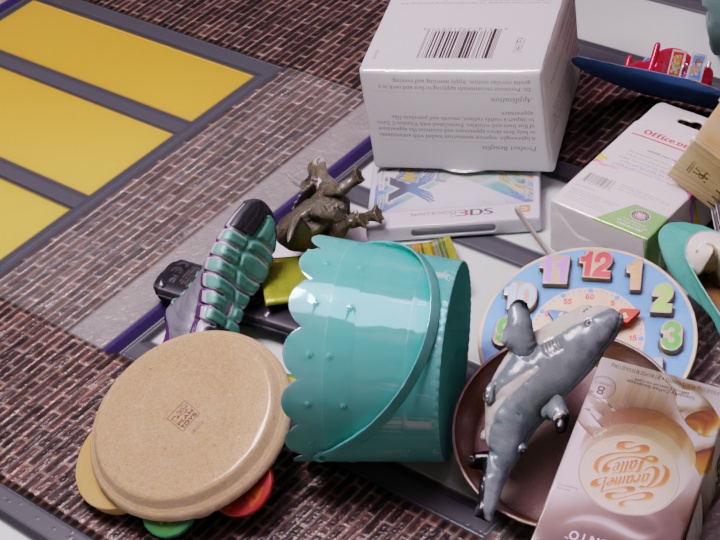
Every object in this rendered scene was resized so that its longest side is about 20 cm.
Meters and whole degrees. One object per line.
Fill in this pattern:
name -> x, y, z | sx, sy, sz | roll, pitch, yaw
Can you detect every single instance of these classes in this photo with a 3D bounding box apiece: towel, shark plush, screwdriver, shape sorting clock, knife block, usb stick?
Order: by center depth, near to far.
shark plush -> 0.140, 0.108, 1.393 | 0.083, 0.091, 0.200 | 16, 59, 41
shape sorting clock -> 0.206, 0.060, 1.538 | 0.199, 0.039, 0.200 | -6, 50, 8
knife block -> 0.397, -0.086, 1.627 | 0.175, 0.064, 0.200 | 37, 55, 5
screwdriver -> 0.196, -0.007, 1.649 | 0.029, 0.028, 0.200 | -37, 43, 13
towel -> 0.000, 0.000, 1.674 | 0.199, 0.018, 0.086 | -6, 27, -7
usb stick -> -0.117, 0.031, 1.682 | 0.200, 0.033, 0.055 | 16, 47, 30

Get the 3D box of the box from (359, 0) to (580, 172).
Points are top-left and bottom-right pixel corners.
box -> 0.123, -0.214, 1.818 | 0.198, 0.131, 0.200 | 3, 39, 16

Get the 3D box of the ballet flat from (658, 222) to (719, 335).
ballet flat -> 0.337, 0.013, 1.526 | 0.067, 0.070, 0.200 | -14, 53, -17

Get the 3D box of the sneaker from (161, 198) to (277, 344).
sneaker -> -0.151, 0.017, 1.633 | 0.087, 0.074, 0.200 | 1, 61, 37

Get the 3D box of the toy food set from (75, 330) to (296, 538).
toy food set -> -0.148, 0.142, 1.496 | 0.198, 0.049, 0.200 | 15, 61, 30

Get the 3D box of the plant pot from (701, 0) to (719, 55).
plant pot -> 0.479, -0.330, 1.881 | 0.196, 0.201, 0.200 | -8, 37, 15

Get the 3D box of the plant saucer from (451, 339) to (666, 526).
plant saucer -> 0.179, 0.142, 1.443 | 0.200, 0.035, 0.201 | -5, 50, 6

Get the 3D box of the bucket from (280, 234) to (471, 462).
bucket -> 0.018, 0.072, 1.469 | 0.134, 0.208, 0.207 | 4, 40, 11

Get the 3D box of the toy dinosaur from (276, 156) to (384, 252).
toy dinosaur -> -0.043, -0.050, 1.719 | 0.102, 0.077, 0.200 | -23, 21, 28

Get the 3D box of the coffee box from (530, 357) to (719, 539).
coffee box -> 0.214, 0.181, 1.334 | 0.114, 0.080, 0.200 | 14, 56, 19

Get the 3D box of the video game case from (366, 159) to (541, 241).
video game case -> 0.102, -0.104, 1.808 | 0.182, 0.022, 0.200 | -4, 38, 8

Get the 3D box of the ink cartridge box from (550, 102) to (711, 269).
ink cartridge box -> 0.293, -0.080, 1.694 | 0.117, 0.067, 0.200 | 25, 50, 33

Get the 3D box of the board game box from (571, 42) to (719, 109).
board game box -> 0.327, -0.213, 1.794 | 0.200, 0.039, 0.158 | 18, 1, 35
